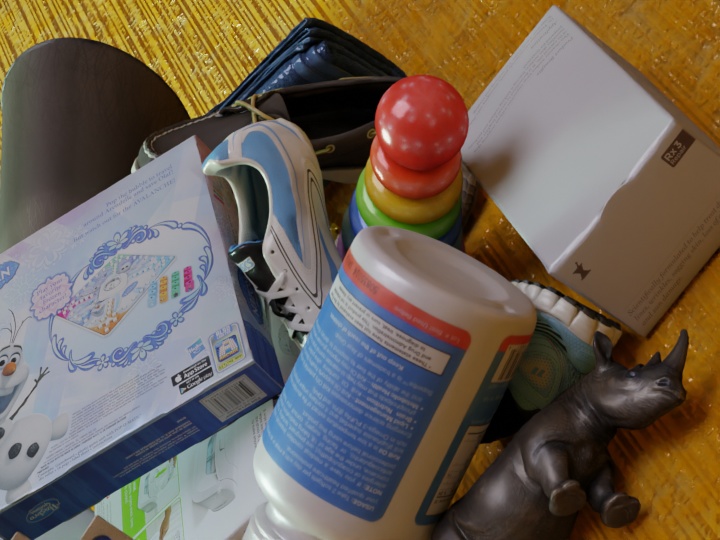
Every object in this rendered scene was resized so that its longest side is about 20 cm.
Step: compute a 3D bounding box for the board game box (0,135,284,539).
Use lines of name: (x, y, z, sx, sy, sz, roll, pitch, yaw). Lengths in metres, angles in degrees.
board game box: (-0.156, 0.042, 1.646, 0.199, 0.043, 0.200, -30, 46, 14)

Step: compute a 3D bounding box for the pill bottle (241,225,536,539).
pill bottle: (0.008, 0.087, 1.464, 0.201, 0.112, 0.112, -64, 26, 14)

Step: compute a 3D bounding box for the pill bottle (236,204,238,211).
pill bottle: (-0.119, 0.014, 1.782, 0.199, 0.113, 0.112, -32, 25, -12)

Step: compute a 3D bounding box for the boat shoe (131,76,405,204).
boat shoe: (-0.054, -0.091, 1.752, 0.072, 0.200, 0.061, 56, 145, 41)

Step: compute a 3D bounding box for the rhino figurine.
rhino figurine: (0.108, 0.107, 1.426, 0.200, 0.060, 0.087, -51, 30, 8)

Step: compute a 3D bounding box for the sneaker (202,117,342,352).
sneaker: (-0.037, 0.009, 1.602, 0.072, 0.201, 0.072, -22, -1, -24)

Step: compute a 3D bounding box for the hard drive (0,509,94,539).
hard drive: (-0.238, 0.180, 1.811, 0.200, 0.131, 0.027, 18, 109, 55)

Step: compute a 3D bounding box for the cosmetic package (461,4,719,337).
cosmetic package: (0.137, -0.061, 1.541, 0.113, 0.081, 0.200, -50, 29, 11)

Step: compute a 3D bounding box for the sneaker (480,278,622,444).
sneaker: (0.064, 0.052, 1.541, 0.200, 0.078, 0.090, 5, 70, 61)

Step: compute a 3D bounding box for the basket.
basket: (-0.195, -0.041, 1.930, 0.135, 0.181, 0.201, -23, 36, 18)

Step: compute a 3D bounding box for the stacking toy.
stacking toy: (0.031, -0.048, 1.587, 0.200, 0.085, 0.086, 101, -176, -57)

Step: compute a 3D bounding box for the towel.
towel: (-0.062, -0.084, 1.845, 0.200, 0.111, 0.049, -44, 44, 22)

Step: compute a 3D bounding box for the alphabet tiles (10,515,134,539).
alphabet tiles: (-0.145, 0.249, 1.549, 0.168, 0.199, 0.008, -56, -1, -1)

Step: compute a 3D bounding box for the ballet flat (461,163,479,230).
ballet flat: (0.000, 0.000, 1.726, 0.200, 0.046, 0.068, -46, 30, 19)

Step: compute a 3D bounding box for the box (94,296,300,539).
box: (-0.078, 0.136, 1.650, 0.176, 0.096, 0.201, -43, 30, 22)
